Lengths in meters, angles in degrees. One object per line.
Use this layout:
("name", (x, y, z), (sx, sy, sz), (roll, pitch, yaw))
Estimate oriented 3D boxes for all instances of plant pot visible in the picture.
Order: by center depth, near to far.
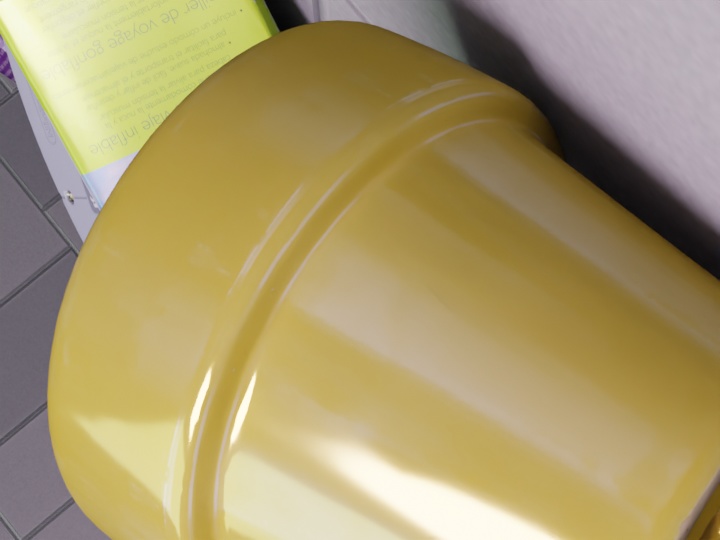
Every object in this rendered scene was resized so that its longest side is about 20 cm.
("plant pot", (0.037, 0.044, 0.468), (0.189, 0.201, 0.201), (28, 163, 31))

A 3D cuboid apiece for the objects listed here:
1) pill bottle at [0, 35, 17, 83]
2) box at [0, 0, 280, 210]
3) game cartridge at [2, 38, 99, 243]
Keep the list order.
("pill bottle", (-0.183, -0.162, 0.925), (0.200, 0.112, 0.111), (34, 179, -17))
("box", (-0.085, -0.073, 0.742), (0.048, 0.122, 0.201), (-97, -18, -68))
("game cartridge", (-0.147, -0.101, 0.824), (0.133, 0.040, 0.201), (3, 115, 48))
